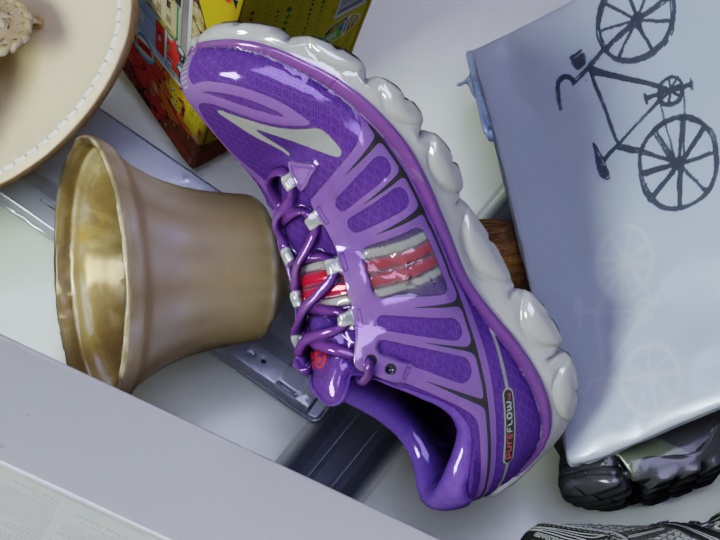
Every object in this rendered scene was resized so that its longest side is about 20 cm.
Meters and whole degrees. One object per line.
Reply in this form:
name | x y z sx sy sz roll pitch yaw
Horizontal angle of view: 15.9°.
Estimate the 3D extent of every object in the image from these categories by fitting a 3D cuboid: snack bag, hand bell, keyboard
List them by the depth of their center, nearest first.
snack bag | 0.136 -0.037 0.946 0.199 0.021 0.189 -27 63 30
hand bell | -0.008 -0.003 0.989 0.199 0.104 0.105 -3 72 -20
keyboard | -0.083 -0.018 1.027 0.200 0.011 0.056 35 68 7

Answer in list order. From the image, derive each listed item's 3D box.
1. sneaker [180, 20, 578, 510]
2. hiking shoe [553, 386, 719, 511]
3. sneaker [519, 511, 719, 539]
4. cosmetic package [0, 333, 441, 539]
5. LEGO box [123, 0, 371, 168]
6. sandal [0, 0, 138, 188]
sneaker | 0.000 0.000 0.914 0.083 0.081 0.200 -43 104 -26
hiking shoe | 0.158 0.018 0.993 0.199 0.076 0.101 -18 78 -8
sneaker | 0.152 0.109 0.968 0.199 0.078 0.086 3 72 -12
cosmetic package | -0.068 0.093 0.937 0.199 0.083 0.051 26 57 -4
LEGO box | -0.062 -0.152 0.966 0.077 0.200 0.149 -31 77 -20
sandal | -0.182 -0.057 0.956 0.211 0.070 0.078 -29 73 15
